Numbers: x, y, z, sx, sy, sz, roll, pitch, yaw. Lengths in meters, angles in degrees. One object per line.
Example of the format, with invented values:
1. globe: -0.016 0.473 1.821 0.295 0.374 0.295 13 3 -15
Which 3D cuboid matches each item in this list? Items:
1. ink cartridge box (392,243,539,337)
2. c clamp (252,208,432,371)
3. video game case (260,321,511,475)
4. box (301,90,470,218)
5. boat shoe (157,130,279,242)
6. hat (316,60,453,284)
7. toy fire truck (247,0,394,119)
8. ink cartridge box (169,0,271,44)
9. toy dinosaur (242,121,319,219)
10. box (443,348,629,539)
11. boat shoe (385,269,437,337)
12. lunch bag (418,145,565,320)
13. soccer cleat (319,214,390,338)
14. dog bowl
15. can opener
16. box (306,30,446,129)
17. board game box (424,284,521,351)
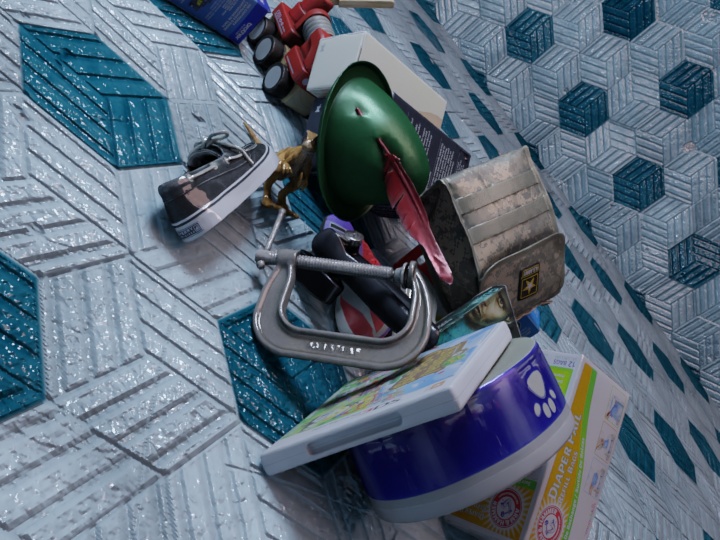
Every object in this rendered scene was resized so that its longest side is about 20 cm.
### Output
1. ink cartridge box: 0.151 0.029 1.040 0.201 0.116 0.067 50 24 -7
2. c clamp: -0.021 0.015 0.703 0.027 0.196 0.173 84 23 -51
3. video game case: 0.031 0.106 0.638 0.022 0.180 0.199 65 24 0
4. box: 0.035 -0.151 1.003 0.198 0.146 0.106 24 78 -45
5. boat shoe: -0.144 -0.101 0.732 0.069 0.073 0.200 60 30 -18
6. hat: 0.064 -0.115 0.782 0.165 0.173 0.204 -17 115 -56
7. toy fire truck: -0.047 -0.345 1.078 0.128 0.199 0.178 24 36 -45
8. ink cartridge box: -0.213 -0.415 1.028 0.199 0.076 0.138 23 38 -51
9. toy dinosaur: -0.088 -0.121 0.853 0.060 0.108 0.199 15 -3 -32
10. box: 0.186 0.195 0.766 0.101 0.112 0.203 34 71 -33
11. boat shoe: 0.051 0.075 0.865 0.073 0.060 0.202 34 33 -23
12. lunch bag: 0.169 -0.031 0.926 0.162 0.117 0.203 -22 89 -31
13. soccer cleat: 0.000 0.000 0.856 0.068 0.073 0.202 32 32 -38
14. dog bowl: 0.085 0.139 0.657 0.080 0.198 0.200 64 24 0
15. can opener: 0.010 0.018 0.760 0.199 0.080 0.063 36 21 36
16. box: 0.027 -0.247 1.028 0.198 0.094 0.079 25 78 -45
17. board game box: 0.143 0.136 0.821 0.134 0.028 0.203 -29 107 -33
